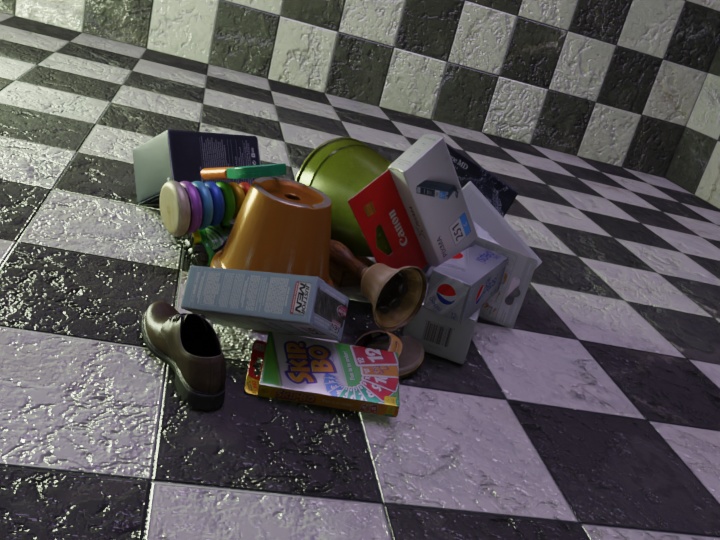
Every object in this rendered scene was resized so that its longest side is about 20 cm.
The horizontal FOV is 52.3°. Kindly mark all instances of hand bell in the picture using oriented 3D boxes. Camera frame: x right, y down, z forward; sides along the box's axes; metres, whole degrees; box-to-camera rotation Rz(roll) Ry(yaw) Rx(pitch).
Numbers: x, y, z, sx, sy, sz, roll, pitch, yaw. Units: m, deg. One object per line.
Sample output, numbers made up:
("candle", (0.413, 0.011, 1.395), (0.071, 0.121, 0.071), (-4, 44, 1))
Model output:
("hand bell", (0.000, 0.000, 1.136), (0.103, 0.106, 0.199), (-4, 28, -41))

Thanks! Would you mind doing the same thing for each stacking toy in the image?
("stacking toy", (-0.219, -0.108, 1.188), (0.197, 0.087, 0.085), (-11, 33, -38))

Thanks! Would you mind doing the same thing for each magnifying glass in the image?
("magnifying glass", (-0.187, -0.153, 1.134), (0.079, 0.023, 0.198), (-13, 11, -40))

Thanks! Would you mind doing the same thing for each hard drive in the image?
("hard drive", (0.223, -0.045, 1.361), (0.200, 0.132, 0.026), (47, 4, -2))

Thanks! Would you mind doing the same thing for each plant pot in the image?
("plant pot", (0.016, -0.107, 1.241), (0.197, 0.205, 0.192), (-1, 18, -37))
("plant pot", (-0.124, -0.033, 1.118), (0.196, 0.187, 0.201), (14, 21, -5))

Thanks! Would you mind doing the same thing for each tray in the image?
("tray", (-0.062, -0.034, 1.371), (0.097, 0.038, 0.199), (-5, 29, -43))

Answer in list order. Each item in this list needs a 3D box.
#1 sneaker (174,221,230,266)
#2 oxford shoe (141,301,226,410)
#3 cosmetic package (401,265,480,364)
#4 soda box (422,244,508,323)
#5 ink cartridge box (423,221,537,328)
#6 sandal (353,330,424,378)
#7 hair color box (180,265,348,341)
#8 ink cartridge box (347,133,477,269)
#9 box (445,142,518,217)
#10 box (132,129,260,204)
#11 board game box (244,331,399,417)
("sneaker", (-0.270, -0.072, 1.247), (0.084, 0.079, 0.201), (-11, 40, -26))
("oxford shoe", (-0.215, 0.081, 0.915), (0.072, 0.086, 0.199), (-5, 28, -39))
("cosmetic package", (0.143, 0.066, 1.215), (0.110, 0.083, 0.200), (17, 22, 8))
("soda box", (0.168, 0.016, 1.154), (0.067, 0.065, 0.199), (22, 22, 22))
("ink cartridge box", (0.203, -0.002, 1.312), (0.196, 0.165, 0.057), (18, 39, 9))
("sandal", (0.020, 0.115, 1.042), (0.197, 0.055, 0.080), (-3, 28, -40))
("hair color box", (-0.125, 0.043, 0.963), (0.196, 0.062, 0.099), (5, -15, 25))
("ink cartridge box", (0.089, -0.080, 1.153), (0.176, 0.202, 0.044), (-41, 38, -19))
("box", (0.167, -0.120, 1.428), (0.194, 0.202, 0.117), (32, 5, -3))
("box", (-0.309, -0.192, 1.398), (0.197, 0.110, 0.147), (-6, -2, -44))
("board game box", (-0.047, 0.132, 0.948), (0.195, 0.030, 0.097), (8, 38, -4))
